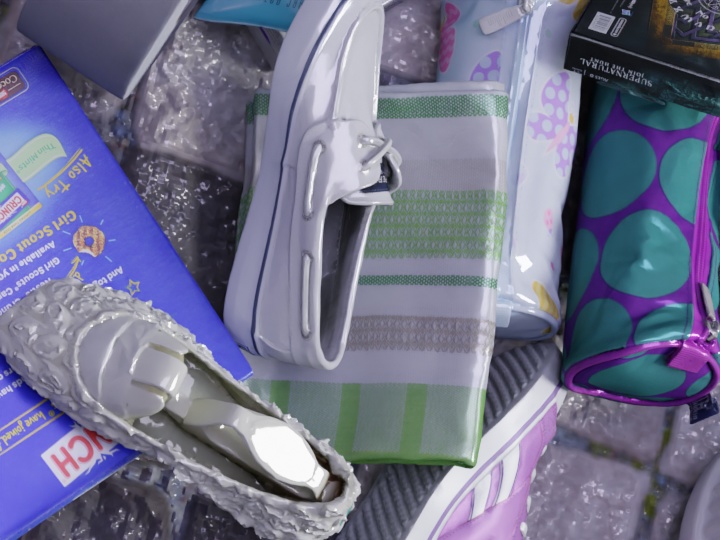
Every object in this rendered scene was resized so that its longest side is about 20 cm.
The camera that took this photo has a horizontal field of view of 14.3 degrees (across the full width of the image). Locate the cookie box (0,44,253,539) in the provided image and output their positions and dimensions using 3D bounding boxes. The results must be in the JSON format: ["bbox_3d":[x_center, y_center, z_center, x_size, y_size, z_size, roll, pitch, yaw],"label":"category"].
[{"bbox_3d":[-0.182,0.019,1.433,0.171,0.075,0.200,-33,91,-22],"label":"cookie box"}]

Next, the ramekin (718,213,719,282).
[{"bbox_3d":[0.290,-0.027,1.586,0.200,0.098,0.201,4,78,-17],"label":"ramekin"}]

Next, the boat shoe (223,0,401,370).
[{"bbox_3d":[-0.011,-0.049,1.438,0.065,0.074,0.201,18,103,27],"label":"boat shoe"}]

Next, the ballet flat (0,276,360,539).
[{"bbox_3d":[-0.080,0.064,1.387,0.200,0.072,0.072,33,71,-14],"label":"ballet flat"}]

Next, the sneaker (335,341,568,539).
[{"bbox_3d":[0.063,0.137,1.505,0.201,0.073,0.114,-51,116,-25],"label":"sneaker"}]

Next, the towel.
[{"bbox_3d":[0.000,0.000,1.477,0.149,0.031,0.201,-1,75,24],"label":"towel"}]

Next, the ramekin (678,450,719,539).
[{"bbox_3d":[0.279,0.157,1.523,0.200,0.105,0.201,10,66,-22],"label":"ramekin"}]

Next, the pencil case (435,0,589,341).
[{"bbox_3d":[0.076,-0.062,1.527,0.083,0.091,0.201,11,77,-16],"label":"pencil case"}]

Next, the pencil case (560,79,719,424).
[{"bbox_3d":[0.159,-0.025,1.525,0.085,0.092,0.201,34,52,-41],"label":"pencil case"}]

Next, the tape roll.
[{"bbox_3d":[-0.088,-0.184,1.417,0.066,0.200,0.201,34,71,-4],"label":"tape roll"}]

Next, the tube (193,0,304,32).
[{"bbox_3d":[-0.009,-0.195,1.523,0.200,0.077,0.050,-60,144,-31],"label":"tube"}]

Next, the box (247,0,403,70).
[{"bbox_3d":[0.029,-0.173,1.559,0.200,0.039,0.042,-32,89,-21],"label":"box"}]

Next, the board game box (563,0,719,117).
[{"bbox_3d":[0.204,-0.151,1.544,0.135,0.028,0.200,19,43,13],"label":"board game box"}]
